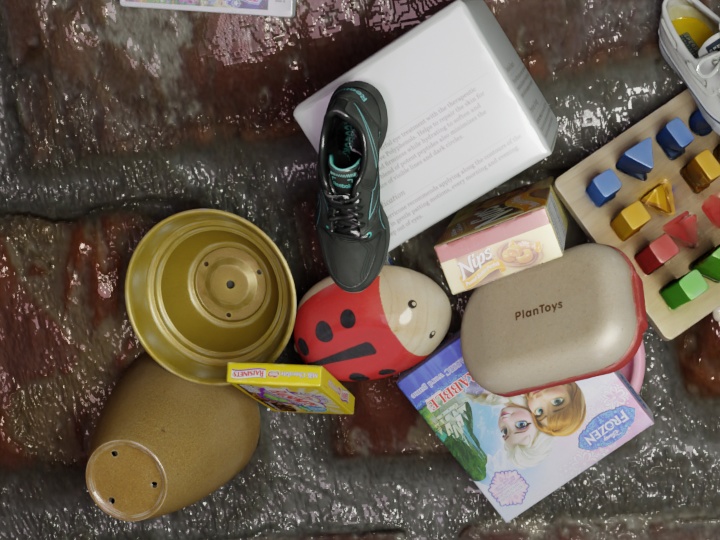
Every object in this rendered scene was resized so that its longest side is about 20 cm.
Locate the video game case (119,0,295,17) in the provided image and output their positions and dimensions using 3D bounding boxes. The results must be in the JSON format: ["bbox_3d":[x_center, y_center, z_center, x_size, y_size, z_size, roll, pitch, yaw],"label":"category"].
[{"bbox_3d":[-0.166,-0.356,1.293,0.199,0.018,0.144,6,103,9],"label":"video game case"}]

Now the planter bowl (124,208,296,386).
[{"bbox_3d":[-0.159,0.023,1.344,0.199,0.083,0.202,3,102,12],"label":"planter bowl"}]

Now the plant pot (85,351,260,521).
[{"bbox_3d":[-0.230,0.199,1.340,0.185,0.200,0.188,3,104,11],"label":"plant pot"}]

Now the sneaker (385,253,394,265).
[{"bbox_3d":[0.000,0.000,1.313,0.075,0.077,0.201,-21,101,13],"label":"sneaker"}]

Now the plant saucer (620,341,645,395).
[{"bbox_3d":[0.212,0.094,1.308,0.199,0.051,0.202,2,104,9],"label":"plant saucer"}]

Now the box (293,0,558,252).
[{"bbox_3d":[0.073,-0.154,1.200,0.198,0.200,0.172,-31,97,17],"label":"box"}]

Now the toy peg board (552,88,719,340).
[{"bbox_3d":[0.333,-0.071,1.171,0.200,0.098,0.200,-34,82,-5],"label":"toy peg board"}]

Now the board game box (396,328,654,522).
[{"bbox_3d":[0.176,0.138,1.277,0.200,0.041,0.200,-38,94,16],"label":"board game box"}]

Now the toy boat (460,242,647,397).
[{"bbox_3d":[0.201,0.061,1.179,0.199,0.131,0.131,-18,59,33],"label":"toy boat"}]

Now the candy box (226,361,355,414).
[{"bbox_3d":[-0.072,0.131,1.301,0.102,0.200,0.027,-1,75,10],"label":"candy box"}]

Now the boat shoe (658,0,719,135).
[{"bbox_3d":[0.350,-0.204,1.138,0.074,0.203,0.086,-25,142,3],"label":"boat shoe"}]

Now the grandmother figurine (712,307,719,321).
[{"bbox_3d":[0.408,-0.003,1.244,0.200,0.061,0.121,42,79,-3],"label":"grandmother figurine"}]

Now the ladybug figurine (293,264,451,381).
[{"bbox_3d":[0.004,0.066,1.273,0.199,0.072,0.136,-23,117,35],"label":"ladybug figurine"}]

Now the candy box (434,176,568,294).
[{"bbox_3d":[0.149,-0.040,1.211,0.115,0.200,0.056,-21,99,15],"label":"candy box"}]

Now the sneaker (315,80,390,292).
[{"bbox_3d":[-0.016,-0.071,1.096,0.075,0.079,0.201,3,108,14],"label":"sneaker"}]
